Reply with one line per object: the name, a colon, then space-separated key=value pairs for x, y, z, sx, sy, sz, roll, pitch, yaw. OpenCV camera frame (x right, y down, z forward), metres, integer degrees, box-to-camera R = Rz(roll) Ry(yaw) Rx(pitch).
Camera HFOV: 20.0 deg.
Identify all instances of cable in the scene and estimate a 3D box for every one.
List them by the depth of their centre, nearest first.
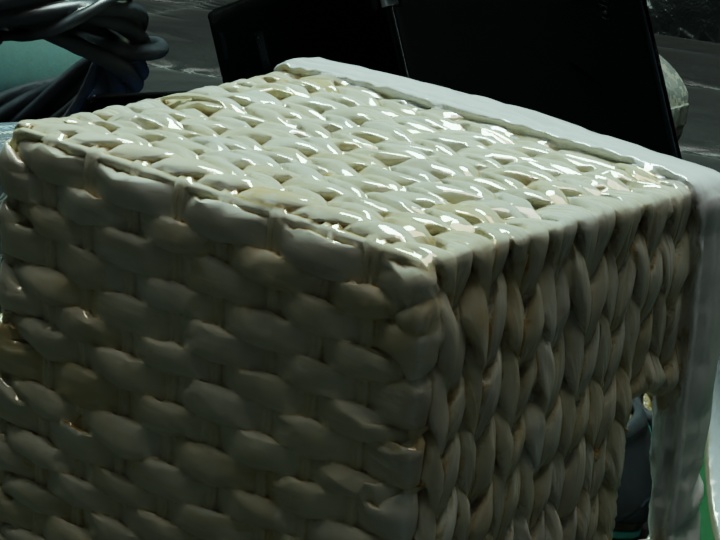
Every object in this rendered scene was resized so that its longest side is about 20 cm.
cable: x=-0.182 y=-0.095 z=0.915 sx=0.199 sy=0.051 sz=0.163 roll=-21 pitch=-33 yaw=40

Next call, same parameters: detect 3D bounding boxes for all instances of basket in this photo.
basket: x=-0.004 y=0.049 z=0.677 sx=0.199 sy=0.200 sz=0.160 roll=19 pitch=22 yaw=36

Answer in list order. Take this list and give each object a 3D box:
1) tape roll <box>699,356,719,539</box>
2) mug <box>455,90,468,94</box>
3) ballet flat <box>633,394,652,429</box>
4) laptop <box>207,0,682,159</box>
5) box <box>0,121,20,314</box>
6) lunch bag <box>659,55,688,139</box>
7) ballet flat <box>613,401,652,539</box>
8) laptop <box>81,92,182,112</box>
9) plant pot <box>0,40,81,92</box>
tape roll: x=0.172 y=0.045 z=0.766 sx=0.048 sy=0.202 sz=0.201 roll=6 pitch=14 yaw=-4
mug: x=0.008 y=0.000 z=0.936 sx=0.185 sy=0.154 sz=0.149 roll=19 pitch=19 yaw=15
ballet flat: x=0.200 y=0.019 z=0.900 sx=0.073 sy=0.200 sz=0.073 roll=48 pitch=12 yaw=-13
laptop: x=0.045 y=-0.070 z=1.050 sx=0.199 sy=0.189 sz=0.115 roll=-12 pitch=2 yaw=43
box: x=-0.118 y=0.023 z=0.795 sx=0.051 sy=0.159 sz=0.199 roll=18 pitch=18 yaw=37
lunch bag: x=0.154 y=-0.129 z=1.601 sx=0.167 sy=0.141 sz=0.200 roll=13 pitch=16 yaw=26
ballet flat: x=0.035 y=0.074 z=0.859 sx=0.198 sy=0.074 sz=0.073 roll=3 pitch=14 yaw=-16
laptop: x=-0.125 y=-0.031 z=1.002 sx=0.199 sy=0.117 sz=0.186 roll=5 pitch=8 yaw=42
plant pot: x=-0.288 y=-0.137 z=1.323 sx=0.199 sy=0.202 sz=0.195 roll=17 pitch=9 yaw=35
